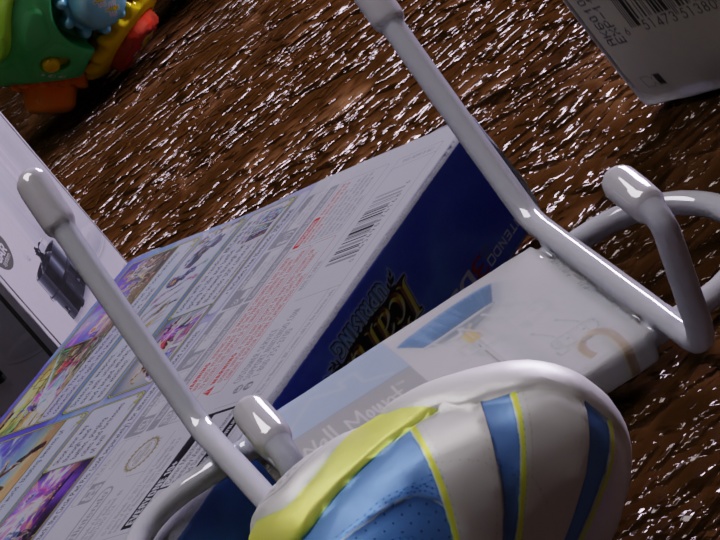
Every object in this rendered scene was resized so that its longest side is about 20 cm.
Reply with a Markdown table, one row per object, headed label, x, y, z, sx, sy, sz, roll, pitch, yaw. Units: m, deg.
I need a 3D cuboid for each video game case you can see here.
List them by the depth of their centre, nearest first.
| label | x | y | z | sx | sy | sz | roll | pitch | yaw |
| --- | --- | --- | --- | --- | --- | --- | --- | --- | --- |
| video game case | -0.056 | 0.050 | 0.883 | 0.181 | 0.045 | 0.200 | -19 | 26 | 45 |

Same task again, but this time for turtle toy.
| label | x | y | z | sx | sy | sz | roll | pitch | yaw |
| --- | --- | --- | --- | --- | --- | --- | --- | --- | --- |
| turtle toy | -0.149 | -0.163 | 1.523 | 0.200 | 0.101 | 0.146 | -54 | -1 | -46 |

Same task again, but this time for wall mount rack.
| label | x | y | z | sx | sy | sz | roll | pitch | yaw |
| --- | --- | --- | --- | --- | --- | --- | --- | --- | --- |
| wall mount rack | 0.000 | 0.000 | 0.758 | 0.200 | 0.075 | 0.174 | -32 | 33 | -12 |

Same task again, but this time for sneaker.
| label | x | y | z | sx | sy | sz | roll | pitch | yaw |
| --- | --- | --- | --- | --- | --- | --- | --- | --- | --- |
| sneaker | -0.007 | 0.111 | 0.608 | 0.200 | 0.076 | 0.105 | -45 | 28 | 8 |

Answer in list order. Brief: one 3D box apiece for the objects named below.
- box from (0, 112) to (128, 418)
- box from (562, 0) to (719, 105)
| label | x | y | z | sx | sy | sz | roll | pitch | yaw |
| --- | --- | --- | --- | --- | --- | --- | --- | --- | --- |
| box | -0.170 | -0.027 | 1.054 | 0.060 | 0.200 | 0.117 | -34 | 17 | 17 |
| box | 0.150 | -0.151 | 0.904 | 0.200 | 0.078 | 0.095 | -50 | 19 | -30 |
